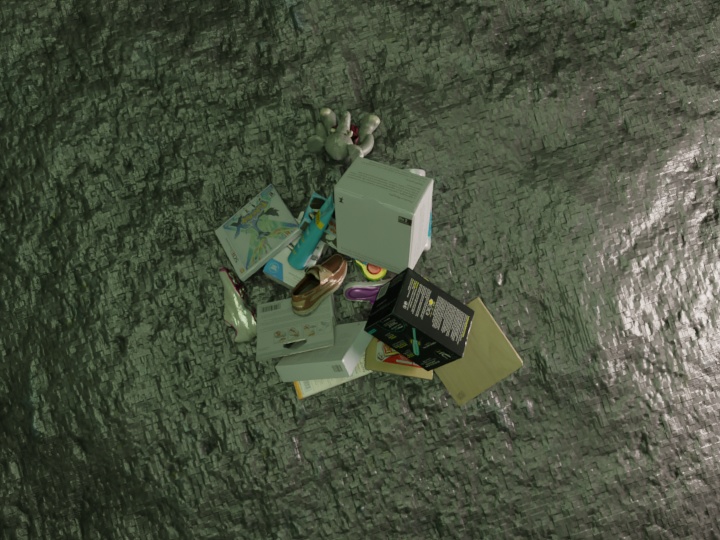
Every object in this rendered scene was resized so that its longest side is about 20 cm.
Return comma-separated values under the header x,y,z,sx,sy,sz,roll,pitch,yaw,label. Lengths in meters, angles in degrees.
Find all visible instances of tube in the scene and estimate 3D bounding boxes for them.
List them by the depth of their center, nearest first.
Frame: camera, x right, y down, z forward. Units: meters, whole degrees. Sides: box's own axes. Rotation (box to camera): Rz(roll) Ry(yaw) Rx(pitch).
x,y,z,sx,sy,sz,roll,pitch,yaw,label
-0.109,-0.089,1.350,0.049,0.078,0.201,19,123,-25,tube

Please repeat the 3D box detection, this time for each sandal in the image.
x,y,z,sx,sy,sz,roll,pitch,yaw,label
0.054,0.066,1.470,0.197,0.084,0.051,-4,46,5,sandal

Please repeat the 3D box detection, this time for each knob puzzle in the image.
x,y,z,sx,sy,sz,roll,pitch,yaw,label
0.099,0.160,1.418,0.214,0.031,0.225,5,71,-13,knob puzzle

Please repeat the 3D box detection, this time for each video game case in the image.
x,y,z,sx,sy,sz,roll,pitch,yaw,label
-0.264,-0.100,1.458,0.199,0.022,0.183,-38,58,3,video game case

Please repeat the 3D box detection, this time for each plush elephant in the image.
x,y,z,sx,sy,sz,roll,pitch,yaw,label
-0.047,-0.334,1.448,0.161,0.155,0.205,15,87,1,plush elephant

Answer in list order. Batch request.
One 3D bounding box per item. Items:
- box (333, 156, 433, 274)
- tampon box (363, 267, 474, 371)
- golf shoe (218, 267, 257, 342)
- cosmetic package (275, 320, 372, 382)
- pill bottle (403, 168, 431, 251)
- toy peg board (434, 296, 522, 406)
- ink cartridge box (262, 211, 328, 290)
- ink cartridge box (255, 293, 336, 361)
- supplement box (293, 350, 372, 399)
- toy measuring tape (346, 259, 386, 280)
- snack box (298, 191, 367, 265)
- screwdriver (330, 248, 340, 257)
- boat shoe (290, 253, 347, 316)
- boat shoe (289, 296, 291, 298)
x,y,z,sx,sy,sz,roll,pitch,yaw,label
0.052,-0.124,1.312,0.195,0.203,0.132,20,50,18,box
0.137,0.118,1.323,0.198,0.150,0.128,33,58,-14,tampon box
-0.329,0.092,1.475,0.090,0.075,0.203,-28,87,2,golf shoe
-0.085,0.192,1.349,0.196,0.151,0.052,-11,118,32,cosmetic package
0.130,-0.154,1.464,0.108,0.111,0.206,2,88,0,pill bottle
0.281,0.202,1.471,0.198,0.098,0.202,-36,86,14,toy peg board
-0.154,-0.055,1.462,0.114,0.067,0.203,25,78,6,ink cartridge box
-0.155,0.141,1.381,0.195,0.044,0.176,-12,47,4,ink cartridge box
-0.069,0.250,1.442,0.196,0.126,0.075,-20,86,-1,supplement box
0.000,0.000,1.481,0.195,0.074,0.076,-12,88,2,toy measuring tape
-0.053,-0.107,1.444,0.197,0.037,0.118,28,43,-13,snack box
-0.039,-0.119,1.505,0.027,0.029,0.205,18,89,1,screwdriver
-0.100,0.023,1.396,0.074,0.073,0.201,16,51,30,boat shoe
-0.100,0.117,1.475,0.197,0.074,0.069,31,82,17,boat shoe
